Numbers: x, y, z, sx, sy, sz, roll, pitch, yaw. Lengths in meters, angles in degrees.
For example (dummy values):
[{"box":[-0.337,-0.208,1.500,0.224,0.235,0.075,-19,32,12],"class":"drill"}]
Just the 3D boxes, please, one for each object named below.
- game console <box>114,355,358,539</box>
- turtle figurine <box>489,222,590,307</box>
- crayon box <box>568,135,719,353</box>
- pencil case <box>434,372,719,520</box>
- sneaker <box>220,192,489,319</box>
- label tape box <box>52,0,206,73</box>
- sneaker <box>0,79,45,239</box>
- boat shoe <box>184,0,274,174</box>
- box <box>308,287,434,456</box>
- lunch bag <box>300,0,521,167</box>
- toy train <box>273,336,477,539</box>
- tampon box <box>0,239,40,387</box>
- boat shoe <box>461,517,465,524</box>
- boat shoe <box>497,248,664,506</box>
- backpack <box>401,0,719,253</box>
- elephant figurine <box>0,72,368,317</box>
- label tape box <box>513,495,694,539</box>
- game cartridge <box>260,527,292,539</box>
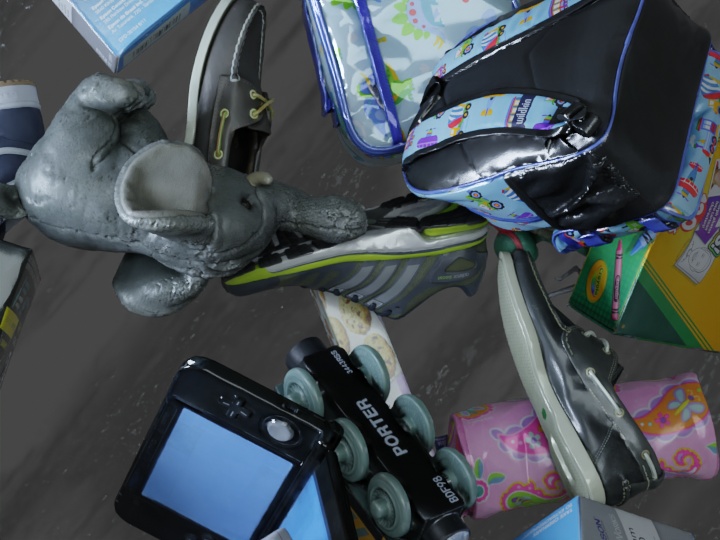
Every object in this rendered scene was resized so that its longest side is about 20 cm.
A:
[{"box":[-0.087,0.185,1.617,0.176,0.200,0.116,28,46,-2],"class":"game console"},{"box":[0.155,-0.048,1.742,0.200,0.101,0.150,-37,89,-15],"class":"turtle figurine"},{"box":[0.243,-0.046,1.710,0.119,0.058,0.200,11,105,-41],"class":"crayon box"},{"box":[0.160,0.130,1.727,0.200,0.087,0.088,-10,84,-7],"class":"pencil case"},{"box":[0.000,0.000,1.686,0.200,0.074,0.081,-9,117,1],"class":"sneaker"},{"box":[-0.190,-0.270,1.742,0.144,0.063,0.200,-40,89,-9],"class":"label tape box"},{"box":[-0.319,-0.064,1.699,0.200,0.070,0.109,-15,83,-11],"class":"sneaker"},{"box":[-0.094,-0.103,1.724,0.061,0.072,0.201,12,89,20],"class":"boat shoe"},{"box":[0.006,0.069,1.736,0.041,0.039,0.200,-20,86,-8],"class":"box"},{"box":[0.038,-0.183,1.751,0.161,0.082,0.200,-13,84,-5],"class":"lunch bag"},{"box":[0.006,0.140,1.660,0.085,0.114,0.200,-20,55,-32],"class":"toy train"},{"box":[-0.316,0.069,1.643,0.126,0.150,0.200,18,82,-3],"class":"tampon box"},{"box":[0.010,0.257,1.703,0.199,0.074,0.066,-48,131,-11],"class":"boat shoe"},{"box":[0.150,0.073,1.667,0.068,0.072,0.200,-20,73,-10],"class":"boat shoe"},{"box":[0.133,-0.102,1.624,0.135,0.200,0.183,40,51,-32],"class":"backpack"},{"box":[-0.128,-0.041,1.616,0.200,0.141,0.155,37,96,26],"class":"elephant figurine"},{"box":[0.130,0.221,1.632,0.143,0.200,0.066,-38,49,28],"class":"label tape box"},{"box":[-0.070,0.262,1.598,0.041,0.200,0.133,-30,85,-38],"class":"game cartridge"}]
